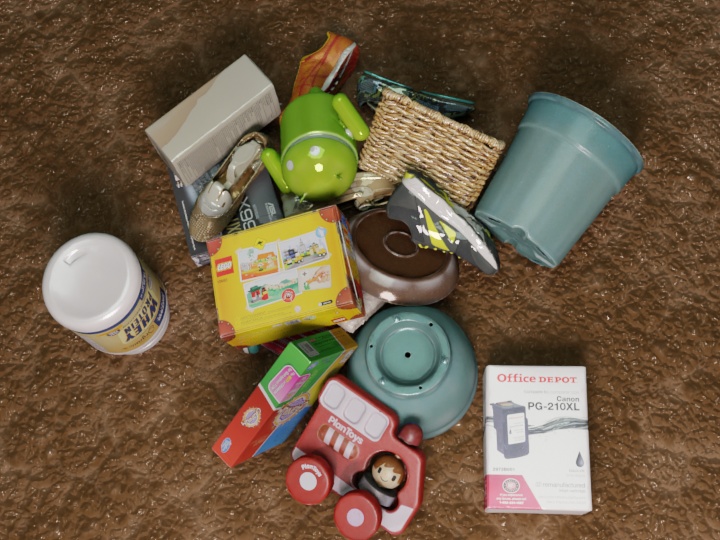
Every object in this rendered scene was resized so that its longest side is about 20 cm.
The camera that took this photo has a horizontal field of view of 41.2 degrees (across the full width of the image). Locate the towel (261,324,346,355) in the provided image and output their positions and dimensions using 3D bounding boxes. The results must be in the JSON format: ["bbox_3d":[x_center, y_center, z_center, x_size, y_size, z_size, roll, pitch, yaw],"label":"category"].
[{"bbox_3d":[-0.075,0.045,1.486,0.144,0.023,0.201,27,77,14],"label":"towel"}]

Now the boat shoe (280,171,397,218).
[{"bbox_3d":[-0.025,-0.112,1.510,0.198,0.073,0.063,-10,79,7],"label":"boat shoe"}]

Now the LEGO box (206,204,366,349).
[{"bbox_3d":[-0.107,0.011,1.361,0.198,0.077,0.150,-14,70,10],"label":"LEGO box"}]

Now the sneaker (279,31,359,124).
[{"bbox_3d":[-0.079,-0.307,1.582,0.077,0.073,0.201,27,66,17],"label":"sneaker"}]

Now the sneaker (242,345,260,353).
[{"bbox_3d":[-0.130,0.033,1.452,0.079,0.078,0.202,19,76,5],"label":"sneaker"}]

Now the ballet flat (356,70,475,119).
[{"bbox_3d":[0.086,-0.266,1.556,0.198,0.074,0.075,18,75,13],"label":"ballet flat"}]

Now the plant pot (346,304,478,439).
[{"bbox_3d":[0.071,0.134,1.383,0.198,0.134,0.202,-2,72,6],"label":"plant pot"}]

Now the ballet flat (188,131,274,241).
[{"bbox_3d":[-0.205,-0.137,1.482,0.070,0.065,0.201,29,76,11],"label":"ballet flat"}]

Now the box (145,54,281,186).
[{"bbox_3d":[-0.227,-0.234,1.504,0.200,0.095,0.078,-39,72,-11],"label":"box"}]

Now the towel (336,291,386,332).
[{"bbox_3d":[0.000,0.000,1.444,0.132,0.035,0.200,35,52,19],"label":"towel"}]

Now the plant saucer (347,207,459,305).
[{"bbox_3d":[0.058,-0.031,1.438,0.198,0.032,0.201,10,43,-10],"label":"plant saucer"}]

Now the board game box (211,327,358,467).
[{"bbox_3d":[-0.103,0.174,1.338,0.040,0.153,0.201,43,110,16],"label":"board game box"}]

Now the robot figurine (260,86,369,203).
[{"bbox_3d":[-0.063,-0.187,1.447,0.175,0.116,0.201,-30,42,25],"label":"robot figurine"}]

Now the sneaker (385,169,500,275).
[{"bbox_3d":[0.122,-0.059,1.420,0.200,0.075,0.085,44,111,-3],"label":"sneaker"}]

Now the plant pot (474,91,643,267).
[{"bbox_3d":[0.282,-0.124,1.425,0.199,0.200,0.197,33,86,15],"label":"plant pot"}]

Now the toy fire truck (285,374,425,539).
[{"bbox_3d":[0.003,0.262,1.330,0.199,0.112,0.169,33,103,14],"label":"toy fire truck"}]

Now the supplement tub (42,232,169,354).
[{"bbox_3d":[-0.369,0.042,1.422,0.143,0.200,0.146,-2,72,5],"label":"supplement tub"}]

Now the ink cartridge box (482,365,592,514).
[{"bbox_3d":[0.247,0.238,1.356,0.143,0.084,0.202,0,72,5],"label":"ink cartridge box"}]

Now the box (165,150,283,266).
[{"bbox_3d":[-0.217,-0.125,1.540,0.156,0.050,0.202,-17,71,-1],"label":"box"}]

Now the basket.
[{"bbox_3d":[0.117,-0.208,1.457,0.199,0.150,0.143,24,42,2],"label":"basket"}]
